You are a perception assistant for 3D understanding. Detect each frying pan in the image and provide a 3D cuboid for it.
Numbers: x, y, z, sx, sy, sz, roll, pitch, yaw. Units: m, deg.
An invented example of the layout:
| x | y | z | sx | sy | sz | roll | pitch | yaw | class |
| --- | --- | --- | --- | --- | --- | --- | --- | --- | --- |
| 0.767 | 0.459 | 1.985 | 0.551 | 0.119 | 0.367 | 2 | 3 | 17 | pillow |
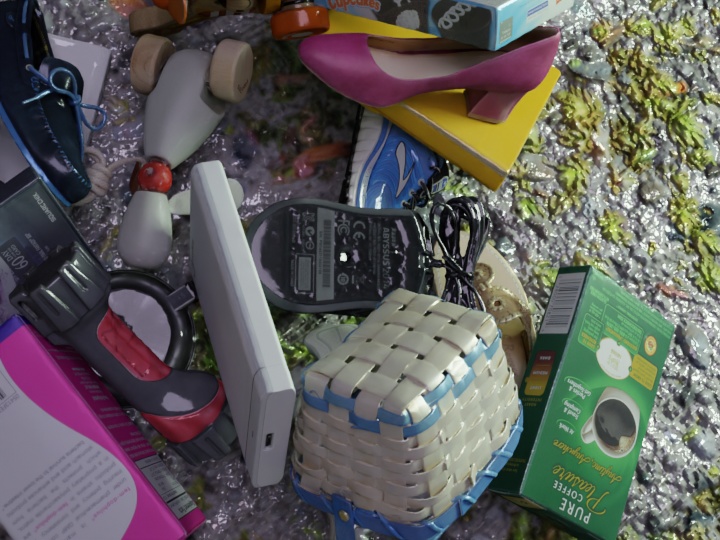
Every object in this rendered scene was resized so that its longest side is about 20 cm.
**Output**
| x | y | z | sx | sy | sz | roll | pitch | yaw | class |
| --- | --- | --- | --- | --- | --- | --- | --- | --- | --- |
| -0.154 | 0.046 | 0.970 | 0.189 | 0.031 | 0.116 | -12 | 79 | -10 | frying pan |

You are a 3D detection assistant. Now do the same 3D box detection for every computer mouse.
| x | y | z | sx | sy | sz | roll | pitch | yaw | class |
| --- | --- | --- | --- | --- | --- | --- | --- | --- | --- |
| 0.000 | 0.000 | 0.932 | 0.199 | 0.053 | 0.140 | 8 | 81 | -18 | computer mouse |

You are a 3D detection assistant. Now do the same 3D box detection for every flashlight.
| x | y | z | sx | sy | sz | roll | pitch | yaw | class |
| --- | --- | --- | --- | --- | --- | --- | --- | --- | --- |
| -0.165 | 0.062 | 0.894 | 0.200 | 0.068 | 0.068 | 53 | 37 | -30 | flashlight |

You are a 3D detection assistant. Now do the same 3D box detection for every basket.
| x | y | z | sx | sy | sz | roll | pitch | yaw | class |
| --- | --- | --- | --- | --- | --- | --- | --- | --- | --- |
| 0.037 | 0.126 | 0.858 | 0.138 | 0.201 | 0.176 | 12 | 36 | 34 | basket |

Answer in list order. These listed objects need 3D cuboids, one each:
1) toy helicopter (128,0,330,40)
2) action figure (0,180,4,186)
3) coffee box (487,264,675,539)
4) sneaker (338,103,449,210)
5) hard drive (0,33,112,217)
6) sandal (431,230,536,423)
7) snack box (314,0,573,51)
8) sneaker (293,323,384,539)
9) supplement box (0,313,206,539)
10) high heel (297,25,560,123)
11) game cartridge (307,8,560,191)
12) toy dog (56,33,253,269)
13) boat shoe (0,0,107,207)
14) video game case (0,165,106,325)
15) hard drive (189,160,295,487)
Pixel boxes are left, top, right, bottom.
| x | y | z | sx | sy | sz | roll | pitch | yaw | class |
| --- | --- | --- | --- | --- | --- | --- | --- | --- | --- |
| -0.128 | -0.213 | 0.958 | 0.132 | 0.199 | 0.080 | -14 | 96 | -44 | toy helicopter |
| -0.319 | -0.094 | 0.905 | 0.119 | 0.102 | 0.200 | -38 | 88 | 5 | action figure |
| 0.184 | 0.110 | 0.983 | 0.123 | 0.044 | 0.201 | 30 | 70 | -33 | coffee box |
| 0.030 | -0.072 | 1.008 | 0.088 | 0.079 | 0.201 | 13 | 74 | -4 | sneaker |
| -0.292 | -0.103 | 0.982 | 0.131 | 0.026 | 0.201 | 13 | 74 | -7 | hard drive |
| 0.122 | 0.056 | 0.996 | 0.077 | 0.070 | 0.213 | -15 | 79 | -14 | sandal |
| 0.057 | -0.231 | 0.963 | 0.199 | 0.037 | 0.116 | 22 | 40 | 33 | snack box |
| -0.015 | 0.138 | 0.955 | 0.080 | 0.075 | 0.202 | 3 | 71 | 3 | sneaker |
| -0.217 | 0.143 | 0.883 | 0.101 | 0.103 | 0.200 | -38 | 84 | -2 | supplement box |
| 0.055 | -0.171 | 0.929 | 0.199 | 0.096 | 0.068 | 13 | 48 | -20 | high heel |
| 0.063 | -0.174 | 1.028 | 0.199 | 0.033 | 0.177 | 33 | 44 | 0 | game cartridge |
| -0.150 | -0.099 | 0.980 | 0.131 | 0.096 | 0.201 | 31 | 84 | 18 | toy dog |
| -0.247 | -0.142 | 0.922 | 0.068 | 0.084 | 0.201 | -29 | 69 | -4 | boat shoe |
| -0.293 | 0.025 | 0.881 | 0.200 | 0.143 | 0.019 | -38 | 59 | -11 | video game case |
| -0.090 | 0.038 | 0.873 | 0.026 | 0.132 | 0.201 | -10 | 55 | -16 | hard drive |
